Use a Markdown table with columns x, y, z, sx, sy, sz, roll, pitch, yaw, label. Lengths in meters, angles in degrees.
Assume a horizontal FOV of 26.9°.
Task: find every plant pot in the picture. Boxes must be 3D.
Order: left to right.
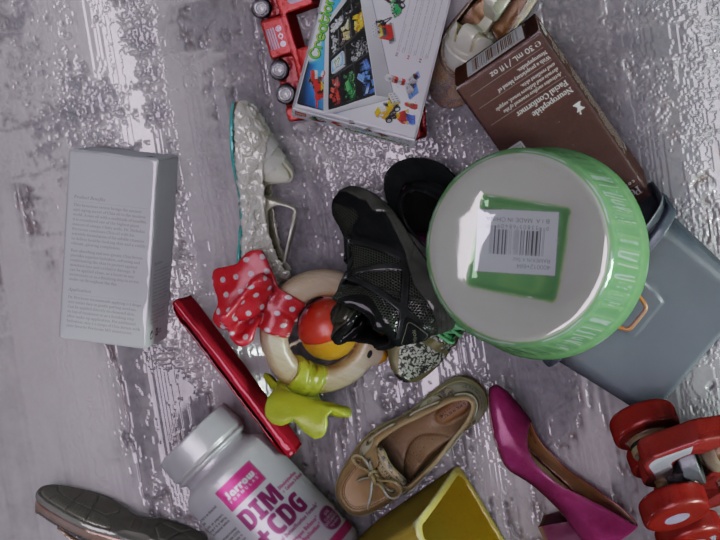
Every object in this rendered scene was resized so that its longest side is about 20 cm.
| x | y | z | sx | sy | sz | roll | pitch | yaw | label |
| --- | --- | --- | --- | --- | --- | --- | --- | --- | --- |
| 0.048 | 0.352 | 1.526 | 0.199 | 0.194 | 0.196 | -32 | 90 | 20 | plant pot |

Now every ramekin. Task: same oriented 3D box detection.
| x | y | z | sx | sy | sz | roll | pitch | yaw | label |
| --- | --- | --- | --- | --- | --- | --- | --- | --- | --- |
| 0.156 | -0.018 | 1.373 | 0.199 | 0.098 | 0.201 | -1 | 87 | 22 | ramekin |

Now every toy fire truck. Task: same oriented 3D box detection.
| x | y | z | sx | sy | sz | roll | pitch | yaw | label |
| --- | --- | --- | --- | --- | --- | --- | --- | --- | --- |
| -0.021 | -0.214 | 1.531 | 0.140 | 0.049 | 0.201 | -15 | 93 | 13 | toy fire truck |
| 0.341 | 0.182 | 1.441 | 0.167 | 0.200 | 0.113 | -22 | 58 | 10 | toy fire truck |

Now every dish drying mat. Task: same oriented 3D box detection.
| x | y | z | sx | sy | sz | roll | pitch | yaw | label |
| --- | --- | --- | --- | --- | --- | --- | --- | --- | --- |
| -0.130 | 0.111 | 1.582 | 0.018 | 0.077 | 0.200 | -38 | 89 | 6 | dish drying mat |

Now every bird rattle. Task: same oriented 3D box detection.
| x | y | z | sx | sy | sz | roll | pitch | yaw | label |
| --- | --- | --- | --- | --- | --- | --- | --- | --- | --- |
| -0.060 | 0.063 | 1.551 | 0.162 | 0.113 | 0.201 | -25 | 99 | -13 | bird rattle |

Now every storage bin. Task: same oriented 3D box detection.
| x | y | z | sx | sy | sz | roll | pitch | yaw | label |
| --- | --- | --- | --- | --- | --- | --- | --- | --- | --- |
| 0.278 | 0.039 | 1.465 | 0.134 | 0.146 | 0.200 | 36 | 103 | -5 | storage bin |

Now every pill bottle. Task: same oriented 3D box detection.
| x | y | z | sx | sy | sz | roll | pitch | yaw | label |
| --- | --- | --- | --- | --- | --- | --- | --- | --- | --- |
| -0.108 | 0.243 | 1.576 | 0.200 | 0.113 | 0.113 | 46 | 103 | 3 | pill bottle |

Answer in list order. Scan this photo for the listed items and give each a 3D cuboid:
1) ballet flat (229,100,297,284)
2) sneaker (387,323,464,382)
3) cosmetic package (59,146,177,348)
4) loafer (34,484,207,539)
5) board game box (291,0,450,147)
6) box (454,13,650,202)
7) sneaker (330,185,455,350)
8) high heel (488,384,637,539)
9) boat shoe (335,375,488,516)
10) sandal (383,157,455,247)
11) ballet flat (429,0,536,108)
| x | y | z | sx | sy | sz | roll | pitch | yaw | label |
| --- | --- | --- | --- | --- | --- | --- | --- | --- | --- |
| -0.097 | -0.078 | 1.559 | 0.071 | 0.072 | 0.201 | 2 | 106 | 11 | ballet flat |
| 0.096 | 0.036 | 1.510 | 0.077 | 0.089 | 0.200 | 32 | 104 | -16 | sneaker |
| -0.256 | -0.026 | 1.593 | 0.101 | 0.071 | 0.201 | 7 | 99 | 11 | cosmetic package |
| -0.267 | 0.294 | 1.642 | 0.199 | 0.072 | 0.063 | 18 | 108 | 6 | loafer |
| 0.017 | -0.234 | 1.486 | 0.126 | 0.035 | 0.201 | 15 | 80 | -1 | board game box |
| 0.185 | -0.134 | 1.460 | 0.100 | 0.075 | 0.200 | -33 | 109 | 16 | box |
| 0.000 | 0.000 | 1.495 | 0.114 | 0.076 | 0.200 | -23 | 58 | -16 | sneaker |
| 0.203 | 0.194 | 1.529 | 0.096 | 0.067 | 0.201 | -21 | 108 | 23 | high heel |
| 0.046 | 0.185 | 1.562 | 0.073 | 0.063 | 0.200 | 45 | 104 | 2 | boat shoe |
| 0.080 | -0.046 | 1.489 | 0.075 | 0.048 | 0.201 | -44 | 55 | 14 | sandal |
| 0.124 | -0.250 | 1.487 | 0.068 | 0.067 | 0.201 | 35 | 103 | 13 | ballet flat |
